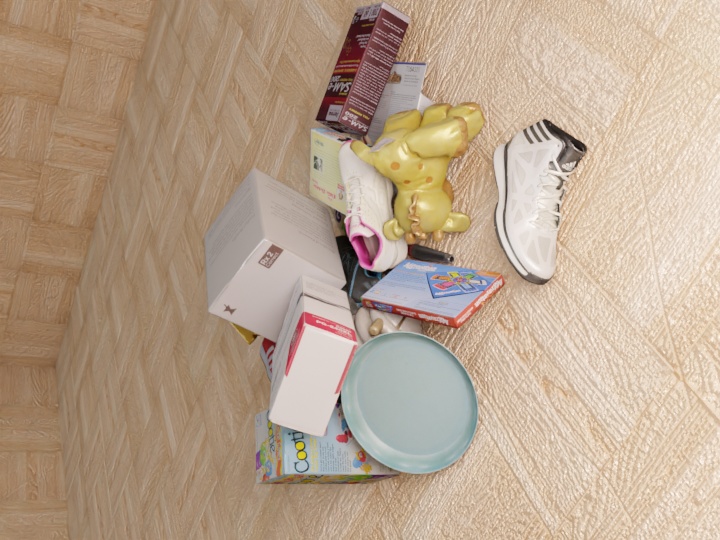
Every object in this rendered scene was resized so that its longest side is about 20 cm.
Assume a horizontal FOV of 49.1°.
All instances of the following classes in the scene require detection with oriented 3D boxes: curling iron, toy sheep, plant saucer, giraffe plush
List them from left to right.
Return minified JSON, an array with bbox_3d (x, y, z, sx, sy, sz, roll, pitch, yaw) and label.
[{"bbox_3d":[0.031,0.110,1.165,0.200,0.136,0.139,-47,43,23],"label":"toy sheep"},{"bbox_3d":[0.068,0.178,1.081,0.195,0.027,0.206,5,104,19],"label":"plant saucer"},{"bbox_3d":[0.085,-0.018,1.203,0.198,0.025,0.051,0,85,60],"label":"curling iron"},{"bbox_3d":[0.092,-0.129,1.122,0.170,0.199,0.166,9,124,46],"label":"giraffe plush"}]

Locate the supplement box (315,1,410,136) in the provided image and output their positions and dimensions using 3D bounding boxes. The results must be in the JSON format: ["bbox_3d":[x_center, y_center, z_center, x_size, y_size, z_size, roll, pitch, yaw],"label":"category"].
[{"bbox_3d":[0.002,-0.330,1.300,0.108,0.060,0.205,23,93,63],"label":"supplement box"}]

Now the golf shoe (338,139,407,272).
[{"bbox_3d":[0.008,-0.094,1.173,0.074,0.091,0.204,-18,94,35],"label":"golf shoe"}]

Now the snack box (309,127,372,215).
[{"bbox_3d":[-0.022,-0.157,1.299,0.199,0.036,0.119,33,126,51],"label":"snack box"}]

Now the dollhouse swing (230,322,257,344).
[{"bbox_3d":[-0.163,0.033,1.517,0.200,0.176,0.182,-44,69,-3],"label":"dollhouse swing"}]

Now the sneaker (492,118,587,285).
[{"bbox_3d":[0.219,-0.093,0.946,0.115,0.074,0.205,-40,48,50],"label":"sneaker"}]

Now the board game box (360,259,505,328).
[{"bbox_3d":[0.095,0.028,1.090,0.198,0.102,0.020,10,133,52],"label":"board game box"}]

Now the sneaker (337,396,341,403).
[{"bbox_3d":[-0.083,0.255,1.362,0.200,0.083,0.076,-50,43,42],"label":"sneaker"}]

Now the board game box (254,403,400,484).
[{"bbox_3d":[-0.051,0.264,1.194,0.103,0.196,0.108,-32,55,51],"label":"board game box"}]

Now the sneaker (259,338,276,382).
[{"bbox_3d":[-0.140,0.145,1.499,0.200,0.070,0.115,43,123,57],"label":"sneaker"}]

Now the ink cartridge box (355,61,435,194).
[{"bbox_3d":[0.052,-0.236,1.297,0.196,0.042,0.205,29,107,60],"label":"ink cartridge box"}]

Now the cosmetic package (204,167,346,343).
[{"bbox_3d":[-0.145,-0.021,1.285,0.165,0.163,0.202,-47,34,25],"label":"cosmetic package"}]

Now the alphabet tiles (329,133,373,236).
[{"bbox_3d":[-0.004,-0.125,1.336,0.170,0.007,0.202,66,150,32],"label":"alphabet tiles"}]

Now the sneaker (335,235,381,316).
[{"bbox_3d":[0.000,0.000,1.287,0.082,0.073,0.202,-46,36,19],"label":"sneaker"}]

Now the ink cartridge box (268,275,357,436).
[{"bbox_3d":[-0.070,0.115,1.124,0.201,0.081,0.148,-105,34,-71],"label":"ink cartridge box"}]
